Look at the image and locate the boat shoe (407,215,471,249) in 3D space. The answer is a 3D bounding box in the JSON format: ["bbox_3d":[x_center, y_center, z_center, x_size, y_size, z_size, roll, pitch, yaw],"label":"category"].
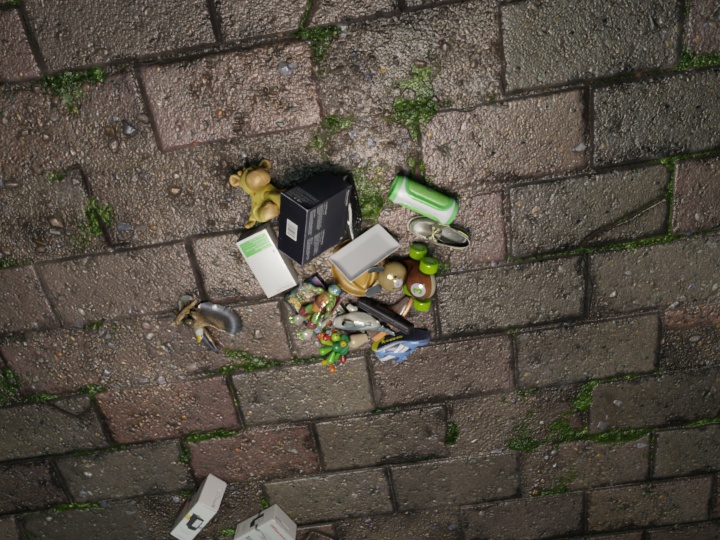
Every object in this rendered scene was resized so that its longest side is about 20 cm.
[{"bbox_3d":[0.241,-0.115,1.572,0.200,0.060,0.072,15,112,-7],"label":"boat shoe"}]

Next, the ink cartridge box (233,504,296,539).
[{"bbox_3d":[-0.370,1.029,2.027,0.199,0.083,0.147,-32,109,13],"label":"ink cartridge box"}]

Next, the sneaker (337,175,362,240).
[{"bbox_3d":[-0.054,-0.188,1.547,0.087,0.076,0.201,3,119,25],"label":"sneaker"}]

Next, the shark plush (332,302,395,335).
[{"bbox_3d":[0.013,0.169,1.655,0.199,0.091,0.084,5,134,-11],"label":"shark plush"}]

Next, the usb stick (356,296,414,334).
[{"bbox_3d":[0.078,0.141,1.625,0.199,0.055,0.033,29,118,19],"label":"usb stick"}]

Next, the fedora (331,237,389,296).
[{"bbox_3d":[0.000,0.000,1.605,0.199,0.082,0.202,0,113,0],"label":"fedora"}]

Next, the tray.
[{"bbox_3d":[0.013,-0.051,1.546,0.200,0.022,0.107,-36,69,-20],"label":"tray"}]

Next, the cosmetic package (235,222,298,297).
[{"bbox_3d":[-0.283,-0.032,1.590,0.107,0.085,0.201,-26,109,7],"label":"cosmetic package"}]

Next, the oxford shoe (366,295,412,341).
[{"bbox_3d":[0.088,0.145,1.675,0.073,0.071,0.200,41,107,-11],"label":"oxford shoe"}]

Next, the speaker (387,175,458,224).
[{"bbox_3d":[0.185,-0.207,1.520,0.199,0.089,0.089,22,111,-10],"label":"speaker"}]

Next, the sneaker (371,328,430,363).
[{"bbox_3d":[0.141,0.252,1.720,0.199,0.074,0.083,-16,114,14],"label":"sneaker"}]

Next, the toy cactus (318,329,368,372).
[{"bbox_3d":[-0.054,0.247,1.682,0.164,0.103,0.201,-17,141,-11],"label":"toy cactus"}]

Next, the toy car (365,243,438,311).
[{"bbox_3d":[0.113,0.027,1.555,0.199,0.158,0.165,-5,124,-18],"label":"toy car"}]

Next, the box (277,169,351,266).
[{"bbox_3d":[-0.130,-0.148,1.451,0.104,0.182,0.201,35,137,23],"label":"box"}]

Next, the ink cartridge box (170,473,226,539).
[{"bbox_3d":[-0.603,0.887,1.933,0.083,0.146,0.200,36,107,-12],"label":"ink cartridge box"}]

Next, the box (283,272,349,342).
[{"bbox_3d":[-0.134,0.122,1.679,0.136,0.038,0.200,-35,108,12],"label":"box"}]

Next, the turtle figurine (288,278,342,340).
[{"bbox_3d":[-0.156,0.115,1.570,0.144,0.200,0.194,39,116,1],"label":"turtle figurine"}]

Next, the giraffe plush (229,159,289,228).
[{"bbox_3d":[-0.280,-0.232,1.489,0.199,0.172,0.163,-15,105,43],"label":"giraffe plush"}]

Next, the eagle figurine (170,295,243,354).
[{"bbox_3d":[-0.504,0.175,1.668,0.151,0.152,0.200,-2,157,42],"label":"eagle figurine"}]
